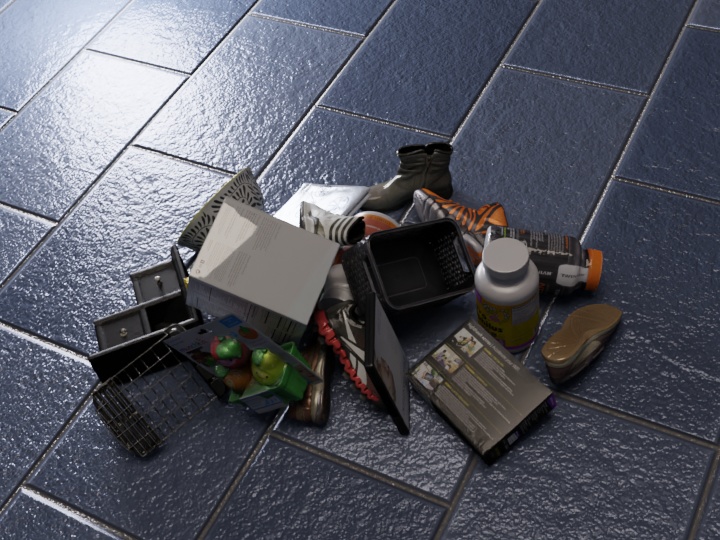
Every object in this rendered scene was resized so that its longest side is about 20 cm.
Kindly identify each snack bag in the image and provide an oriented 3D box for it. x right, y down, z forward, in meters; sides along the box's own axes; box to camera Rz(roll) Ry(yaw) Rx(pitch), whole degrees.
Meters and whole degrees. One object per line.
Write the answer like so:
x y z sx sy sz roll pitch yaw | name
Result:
-0.099 -0.099 1.853 0.200 0.021 0.189 9 50 46 | snack bag

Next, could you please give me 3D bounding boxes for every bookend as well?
-0.391 0.080 1.741 0.198 0.092 0.200 -19 48 -6 | bookend

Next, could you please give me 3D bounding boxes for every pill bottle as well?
0.240 0.039 1.588 0.104 0.200 0.104 -5 49 6 | pill bottle
0.312 -0.013 1.673 0.199 0.106 0.106 8 51 5 | pill bottle
0.000 0.000 1.724 0.112 0.112 0.200 11 52 19 | pill bottle

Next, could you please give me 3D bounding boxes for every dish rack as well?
-0.334 0.202 1.609 0.200 0.055 0.154 -39 93 -12 | dish rack

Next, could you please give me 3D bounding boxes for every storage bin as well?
0.084 0.000 1.648 0.200 0.094 0.136 -13 80 -33 | storage bin

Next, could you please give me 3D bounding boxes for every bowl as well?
-0.242 -0.090 1.827 0.094 0.201 0.201 42 63 0 | bowl

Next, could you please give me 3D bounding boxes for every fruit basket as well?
-0.187 0.148 1.533 0.185 0.200 0.094 -21 46 41 | fruit basket

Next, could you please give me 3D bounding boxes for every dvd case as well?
0.044 0.149 1.532 0.018 0.200 0.143 -11 48 14 | dvd case

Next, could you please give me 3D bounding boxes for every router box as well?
0.190 0.190 1.549 0.149 0.051 0.200 -40 53 -8 | router box

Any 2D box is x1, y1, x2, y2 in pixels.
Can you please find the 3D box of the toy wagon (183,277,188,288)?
-0.215 0.007 1.732 0.200 0.040 0.155 -18 20 -18 | toy wagon

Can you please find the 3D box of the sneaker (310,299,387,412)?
0.008 0.133 1.580 0.098 0.071 0.201 -35 88 8 | sneaker

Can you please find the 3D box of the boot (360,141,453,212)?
0.081 -0.186 1.856 0.199 0.131 0.068 -11 48 1 | boot

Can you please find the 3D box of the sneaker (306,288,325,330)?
-0.101 0.025 1.746 0.084 0.077 0.200 6 43 26 | sneaker

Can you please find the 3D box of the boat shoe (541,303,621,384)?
0.362 0.119 1.590 0.072 0.065 0.200 19 36 35 | boat shoe

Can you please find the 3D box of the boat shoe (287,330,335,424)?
-0.086 0.164 1.627 0.072 0.076 0.200 -3 48 10 | boat shoe

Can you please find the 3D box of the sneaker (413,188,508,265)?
0.195 -0.099 1.807 0.112 0.078 0.200 -34 63 -23 | sneaker

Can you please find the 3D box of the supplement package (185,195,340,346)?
-0.161 0.008 1.582 0.200 0.151 0.152 23 67 -3 | supplement package

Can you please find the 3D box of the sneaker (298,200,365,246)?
-0.051 -0.073 1.714 0.115 0.076 0.201 3 15 -6 | sneaker
